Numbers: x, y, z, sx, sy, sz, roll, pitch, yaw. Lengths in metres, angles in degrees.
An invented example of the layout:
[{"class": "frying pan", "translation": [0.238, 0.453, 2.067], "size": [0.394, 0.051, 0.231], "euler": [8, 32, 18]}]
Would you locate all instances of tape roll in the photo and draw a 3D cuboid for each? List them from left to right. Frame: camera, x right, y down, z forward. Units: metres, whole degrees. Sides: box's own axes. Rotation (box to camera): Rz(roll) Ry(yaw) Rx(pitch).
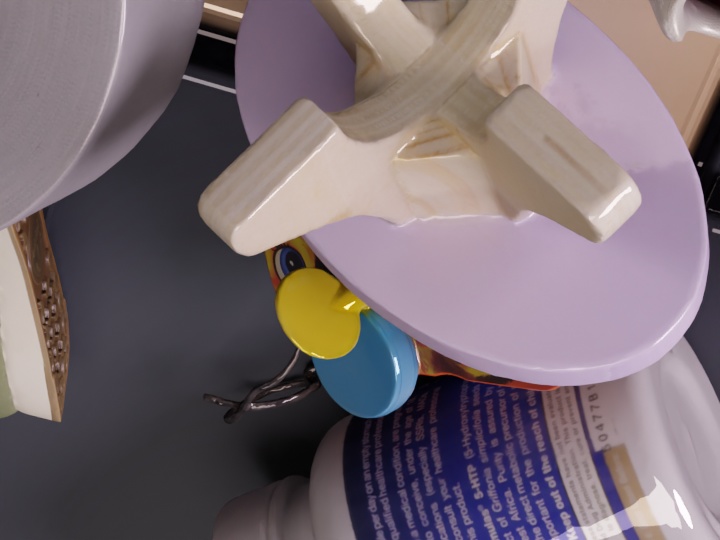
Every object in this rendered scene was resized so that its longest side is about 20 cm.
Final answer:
[{"class": "tape roll", "translation": [-0.155, -0.110, 0.883], "size": [0.199, 0.066, 0.202], "euler": [6, 107, 20]}]

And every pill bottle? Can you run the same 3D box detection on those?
[{"class": "pill bottle", "translation": [0.047, 0.101, 1.036], "size": [0.199, 0.120, 0.120], "euler": [-22, 121, 19]}]

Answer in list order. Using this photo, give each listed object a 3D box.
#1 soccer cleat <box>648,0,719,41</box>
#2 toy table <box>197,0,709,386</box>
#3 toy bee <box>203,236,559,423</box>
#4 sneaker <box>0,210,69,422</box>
[{"class": "soccer cleat", "translation": [0.193, -0.093, 0.904], "size": [0.199, 0.087, 0.070], "euler": [6, 126, 0]}, {"class": "toy table", "translation": [0.030, -0.059, 0.869], "size": [0.199, 0.184, 0.117], "euler": [31, 169, 19]}, {"class": "toy bee", "translation": [0.000, 0.000, 0.976], "size": [0.199, 0.131, 0.109], "euler": [-14, 100, 27]}, {"class": "sneaker", "translation": [-0.170, -0.019, 0.997], "size": [0.089, 0.067, 0.201], "euler": [-3, 127, 3]}]
